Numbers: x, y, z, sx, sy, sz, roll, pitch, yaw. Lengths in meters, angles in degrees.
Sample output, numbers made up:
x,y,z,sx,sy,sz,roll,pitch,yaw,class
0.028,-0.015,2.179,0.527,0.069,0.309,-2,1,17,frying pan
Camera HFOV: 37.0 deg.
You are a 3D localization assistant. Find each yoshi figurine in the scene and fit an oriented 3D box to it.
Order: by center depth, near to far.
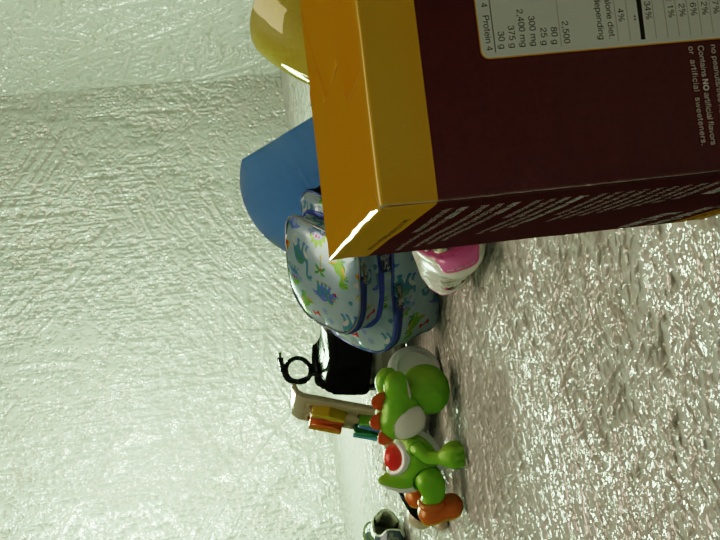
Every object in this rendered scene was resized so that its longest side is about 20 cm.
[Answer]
x,y,z,sx,sy,sz,roll,pitch,yaw,class
0.081,0.197,1.301,0.112,0.112,0.201,-53,-49,-55,yoshi figurine

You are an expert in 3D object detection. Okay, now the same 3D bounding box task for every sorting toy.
x,y,z,sx,sy,sz,roll,pitch,yaw,class
-0.016,0.231,1.659,0.185,0.199,0.037,105,180,-72,sorting toy

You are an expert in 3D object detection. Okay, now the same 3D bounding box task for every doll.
x,y,z,sx,sy,sz,roll,pitch,yaw,class
0.076,0.298,1.462,0.136,0.048,0.201,44,157,34,doll

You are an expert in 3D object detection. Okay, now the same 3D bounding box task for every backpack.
x,y,z,sx,sy,sz,roll,pitch,yaw,class
0.000,0.000,1.326,0.183,0.147,0.201,24,131,45,backpack

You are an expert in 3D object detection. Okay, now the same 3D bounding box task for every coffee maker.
x,y,z,sx,sy,sz,roll,pitch,yaw,class
-0.019,0.093,1.547,0.135,0.191,0.200,58,164,28,coffee maker

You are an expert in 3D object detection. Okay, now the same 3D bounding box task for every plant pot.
x,y,z,sx,sy,sz,roll,pitch,yaw,class
-0.010,-0.284,1.269,0.142,0.200,0.200,49,158,23,plant pot

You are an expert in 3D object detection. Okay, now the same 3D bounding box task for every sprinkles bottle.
x,y,z,sx,sy,sz,roll,pitch,yaw,class
0.065,0.179,1.440,0.200,0.068,0.069,93,169,-55,sprinkles bottle

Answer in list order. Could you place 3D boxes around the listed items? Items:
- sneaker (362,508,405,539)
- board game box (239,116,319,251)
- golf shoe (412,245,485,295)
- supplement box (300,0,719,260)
x,y,z,sx,sy,sz,roll,pitch,yaw,class
0.046,0.462,1.908,0.200,0.067,0.090,-131,44,-78,sneaker
-0.060,-0.113,1.425,0.158,0.199,0.039,59,-154,-8,board game box
0.092,-0.013,1.089,0.200,0.075,0.092,-113,3,-75,golf shoe
0.084,-0.088,0.457,0.197,0.199,0.134,144,119,-82,supplement box
